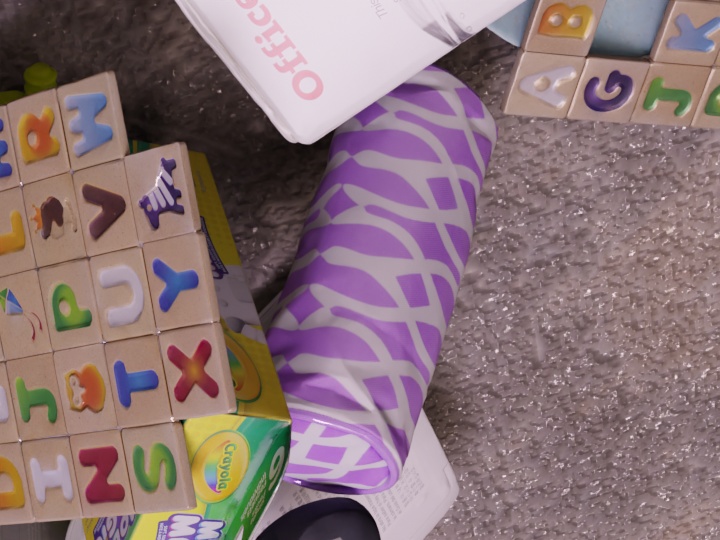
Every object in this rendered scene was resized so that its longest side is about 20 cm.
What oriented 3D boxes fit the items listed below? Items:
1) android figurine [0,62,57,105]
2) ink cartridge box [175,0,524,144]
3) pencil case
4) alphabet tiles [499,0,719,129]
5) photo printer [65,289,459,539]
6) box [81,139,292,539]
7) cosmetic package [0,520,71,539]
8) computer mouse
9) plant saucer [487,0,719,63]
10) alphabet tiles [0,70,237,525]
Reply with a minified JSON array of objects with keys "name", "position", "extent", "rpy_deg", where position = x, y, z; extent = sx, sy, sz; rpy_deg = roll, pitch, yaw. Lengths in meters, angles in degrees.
[{"name":"android figurine","position":[-0.165,-0.006,0.935],"extent":[0.180,0.041,0.201],"rpy_deg":[-9,130,-14]},{"name":"ink cartridge box","position":[0.014,-0.167,0.805],"extent":[0.199,0.084,0.146],"rpy_deg":[-32,112,17]},{"name":"pencil case","position":[0.000,0.000,0.897],"extent":[0.085,0.201,0.084],"rpy_deg":[-6,141,33]},{"name":"alphabet tiles","position":[0.164,-0.150,0.912],"extent":[0.165,0.008,0.201],"rpy_deg":[2,126,-21]},{"name":"photo printer","position":[-0.050,0.126,1.014],"extent":[0.200,0.069,0.167],"rpy_deg":[-47,138,-18]},{"name":"box","position":[-0.083,0.052,0.853],"extent":[0.048,0.201,0.118],"rpy_deg":[8,126,-27]},{"name":"cosmetic package","position":[-0.188,0.153,0.998],"extent":[0.106,0.091,0.200],"rpy_deg":[-18,145,7]},{"name":"computer mouse","position":[-0.036,0.169,0.925],"extent":[0.058,0.034,0.201],"rpy_deg":[-4,142,-24]},{"name":"plant saucer","position":[0.119,-0.187,0.899],"extent":[0.199,0.039,0.202],"rpy_deg":[-11,131,-12]},{"name":"alphabet tiles","position":[-0.124,0.016,0.810],"extent":[0.199,0.168,0.006],"rpy_deg":[-10,180,45]}]
